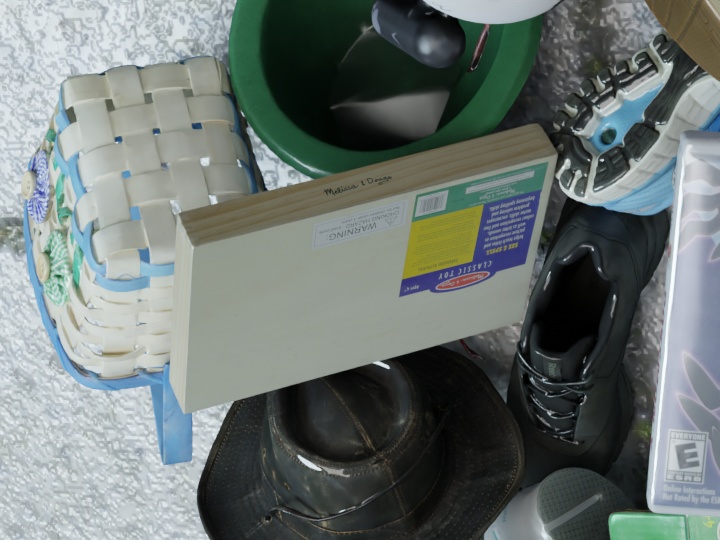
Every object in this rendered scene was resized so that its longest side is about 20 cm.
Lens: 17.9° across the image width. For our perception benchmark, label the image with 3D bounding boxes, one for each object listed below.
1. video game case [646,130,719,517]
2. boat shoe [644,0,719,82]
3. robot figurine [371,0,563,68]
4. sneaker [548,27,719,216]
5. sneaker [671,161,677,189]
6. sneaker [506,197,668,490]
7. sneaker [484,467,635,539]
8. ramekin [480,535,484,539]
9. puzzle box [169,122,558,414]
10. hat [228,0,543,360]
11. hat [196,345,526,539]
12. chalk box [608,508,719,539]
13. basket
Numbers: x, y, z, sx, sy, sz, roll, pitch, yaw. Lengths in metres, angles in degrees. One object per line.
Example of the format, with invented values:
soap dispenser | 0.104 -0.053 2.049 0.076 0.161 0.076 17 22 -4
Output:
video game case | 0.239 0.032 1.055 0.198 0.023 0.184 4 107 3
boat shoe | 0.155 -0.178 1.095 0.064 0.071 0.201 -27 75 -9
robot figurine | 0.045 -0.192 1.087 0.124 0.200 0.151 -29 120 -9
sneaker | 0.189 -0.100 1.152 0.200 0.090 0.079 -37 54 19
sneaker | 0.249 -0.063 1.105 0.198 0.080 0.077 -12 101 -13
sneaker | 0.110 0.049 1.236 0.075 0.091 0.202 14 119 16
sneaker | 0.154 0.182 1.281 0.200 0.071 0.080 40 145 -17
ramekin | 0.026 0.217 1.342 0.199 0.105 0.202 10 116 21
puzzle box | 0.000 0.000 1.163 0.134 0.198 0.026 98 151 -48
hat | 0.025 -0.093 1.255 0.165 0.176 0.201 25 82 19
hat | -0.012 0.086 1.237 0.199 0.202 0.081 1 138 25
chalk box | 0.229 0.150 1.176 0.198 0.124 0.126 -7 106 12
basket | -0.113 -0.013 1.243 0.138 0.177 0.201 -11 149 -7
